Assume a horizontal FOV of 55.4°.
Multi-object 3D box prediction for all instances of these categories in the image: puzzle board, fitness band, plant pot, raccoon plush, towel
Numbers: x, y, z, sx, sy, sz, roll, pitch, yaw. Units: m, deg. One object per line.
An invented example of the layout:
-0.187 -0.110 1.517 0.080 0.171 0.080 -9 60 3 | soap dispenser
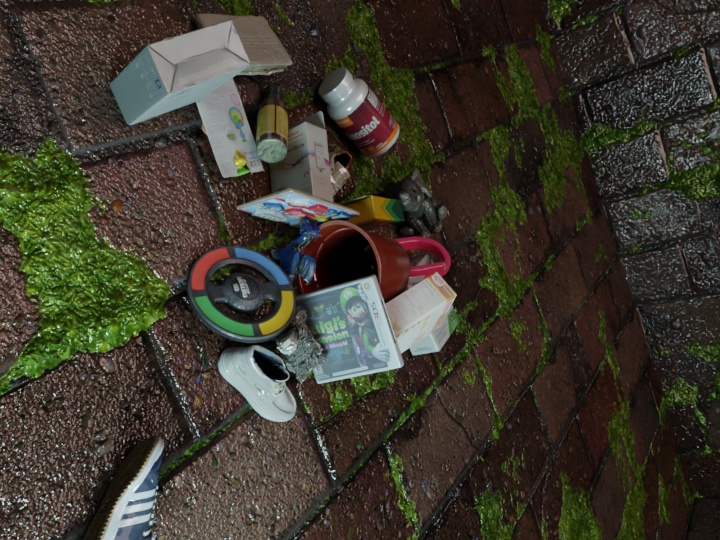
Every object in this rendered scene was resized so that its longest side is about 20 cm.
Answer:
-0.119 -0.113 1.339 0.199 0.149 0.018 14 69 -49 | puzzle board
0.119 -0.029 1.613 0.197 0.144 0.038 -9 128 -25 | fitness band
0.000 0.000 1.441 0.194 0.198 0.204 -3 81 -61 | plant pot
-0.120 0.161 1.263 0.135 0.096 0.200 58 10 -15 | raccoon plush
-0.231 -0.453 1.374 0.199 0.034 0.133 -23 78 -53 | towel

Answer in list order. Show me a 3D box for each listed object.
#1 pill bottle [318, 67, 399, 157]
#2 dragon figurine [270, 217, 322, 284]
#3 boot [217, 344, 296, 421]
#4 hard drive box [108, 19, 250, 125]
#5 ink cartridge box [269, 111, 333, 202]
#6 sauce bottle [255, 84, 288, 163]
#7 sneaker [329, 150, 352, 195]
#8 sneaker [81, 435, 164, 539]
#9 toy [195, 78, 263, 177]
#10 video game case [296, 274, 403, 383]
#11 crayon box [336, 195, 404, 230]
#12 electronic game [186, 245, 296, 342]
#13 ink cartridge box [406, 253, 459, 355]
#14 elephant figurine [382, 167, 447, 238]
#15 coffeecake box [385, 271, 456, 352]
-0.005 -0.368 1.599 0.200 0.112 0.114 43 48 -34 | pill bottle
-0.128 -0.006 1.335 0.059 0.099 0.203 27 61 -44 | dragon figurine
-0.160 0.205 1.230 0.200 0.095 0.074 46 46 -33 | boot
-0.295 -0.315 1.108 0.155 0.199 0.078 -32 104 -34 | hard drive box
-0.126 -0.220 1.394 0.067 0.115 0.203 8 72 -51 | ink cartridge box
-0.174 -0.298 1.367 0.065 0.064 0.202 41 32 -37 | sauce bottle
-0.075 -0.190 1.476 0.073 0.084 0.202 48 48 -33 | sneaker
-0.318 0.353 0.999 0.108 0.070 0.202 43 55 -29 | sneaker
-0.262 -0.271 1.289 0.115 0.047 0.202 -23 91 -54 | toy
-0.030 0.119 1.341 0.023 0.198 0.184 -27 100 -60 | video game case
0.001 -0.119 1.485 0.199 0.125 0.052 -4 82 -64 | crayon box
-0.206 0.039 1.205 0.197 0.042 0.202 17 47 -19 | electronic game
0.148 0.081 1.677 0.146 0.082 0.202 -42 111 -50 | ink cartridge box
0.124 -0.179 1.680 0.142 0.154 0.200 -57 135 -17 | elephant figurine
0.096 0.111 1.479 0.199 0.154 0.073 -30 67 -27 | coffeecake box
